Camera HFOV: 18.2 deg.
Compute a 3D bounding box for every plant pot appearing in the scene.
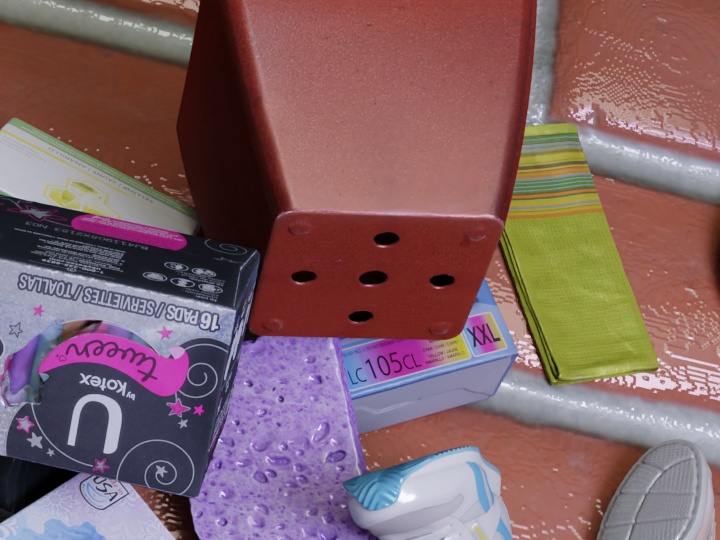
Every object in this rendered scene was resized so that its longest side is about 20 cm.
[{"bbox_3d":[0.001,-0.067,1.364,0.199,0.200,0.177,2,56,-11],"label":"plant pot"}]

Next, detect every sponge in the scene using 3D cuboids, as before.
[{"bbox_3d":[-0.050,0.138,1.381,0.111,0.030,0.200,-15,74,8],"label":"sponge"}]

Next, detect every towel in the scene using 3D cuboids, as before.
[{"bbox_3d":[0.142,-0.015,1.577,0.086,0.018,0.200,-8,64,-20],"label":"towel"}]

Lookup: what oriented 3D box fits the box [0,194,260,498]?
[{"bbox_3d":[-0.168,0.037,1.249,0.200,0.115,0.132,11,15,1],"label":"box"}]

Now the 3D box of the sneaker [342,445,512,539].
[{"bbox_3d":[0.050,0.155,1.357,0.076,0.200,0.081,-16,73,18],"label":"sneaker"}]

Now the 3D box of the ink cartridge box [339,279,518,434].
[{"bbox_3d":[0.000,0.000,1.493,0.136,0.076,0.200,-14,65,-23],"label":"ink cartridge box"}]

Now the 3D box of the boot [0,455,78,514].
[{"bbox_3d":[-0.228,0.084,1.365,0.162,0.074,0.198,20,15,24],"label":"boot"}]

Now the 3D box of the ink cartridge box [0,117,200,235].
[{"bbox_3d":[-0.193,-0.014,1.404,0.145,0.048,0.200,28,24,-1],"label":"ink cartridge box"}]

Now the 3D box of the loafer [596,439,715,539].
[{"bbox_3d":[0.188,0.206,1.447,0.063,0.072,0.200,51,47,-39],"label":"loafer"}]

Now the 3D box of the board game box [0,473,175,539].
[{"bbox_3d":[-0.151,0.227,1.229,0.200,0.043,0.199,49,45,9],"label":"board game box"}]
